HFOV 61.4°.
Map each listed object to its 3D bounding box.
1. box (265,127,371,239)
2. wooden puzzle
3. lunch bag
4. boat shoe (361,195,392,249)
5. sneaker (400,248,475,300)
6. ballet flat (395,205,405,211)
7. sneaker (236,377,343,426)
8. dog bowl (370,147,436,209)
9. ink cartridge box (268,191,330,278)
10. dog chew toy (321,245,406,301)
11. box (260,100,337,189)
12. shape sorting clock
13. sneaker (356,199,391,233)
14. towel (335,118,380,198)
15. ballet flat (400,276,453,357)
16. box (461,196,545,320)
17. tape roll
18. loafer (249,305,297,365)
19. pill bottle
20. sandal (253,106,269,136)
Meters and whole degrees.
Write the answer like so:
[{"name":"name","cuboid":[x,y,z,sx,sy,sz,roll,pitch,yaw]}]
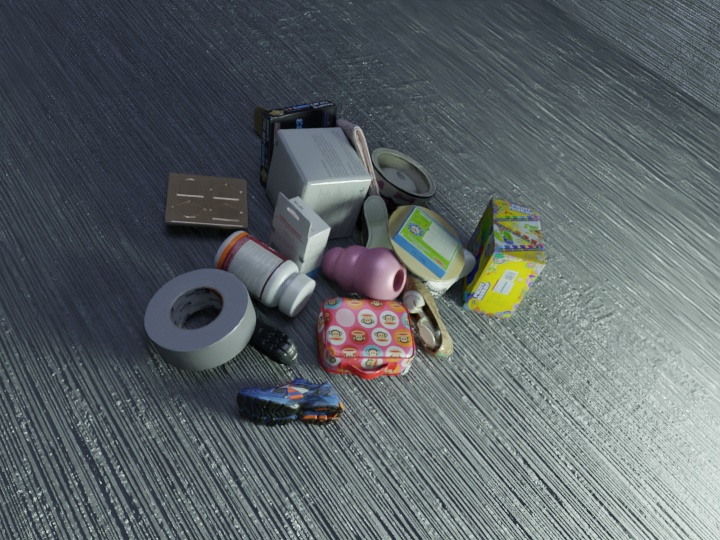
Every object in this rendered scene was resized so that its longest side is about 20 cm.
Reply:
[{"name":"box","cuboid":[-0.107,-0.205,1.457,0.171,0.200,0.199,-9,52,-28]},{"name":"wooden puzzle","cuboid":[-0.362,-0.156,1.438,0.184,0.046,0.200,3,43,-16]},{"name":"lunch bag","cuboid":[0.012,0.146,1.251,0.199,0.082,0.177,5,48,-15]},{"name":"boat shoe","cuboid":[0.040,-0.072,1.438,0.071,0.061,0.202,-3,86,-6]},{"name":"sneaker","cuboid":[0.176,0.016,1.416,0.200,0.072,0.072,-32,29,-9]},{"name":"ballet flat","cuboid":[0.132,-0.060,1.436,0.063,0.069,0.200,-47,114,-27]},{"name":"sneaker","cuboid":[-0.133,0.240,1.132,0.199,0.075,0.079,10,37,-21]},{"name":"dog bowl","cuboid":[0.100,-0.236,1.616,0.200,0.074,0.200,21,36,-17]},{"name":"ink cartridge box","cuboid":[-0.134,-0.075,1.325,0.067,0.200,0.116,-28,62,-36]},{"name":"dog chew toy","cuboid":[0.000,0.000,1.352,0.199,0.125,0.125,15,40,30]},{"name":"box","cuboid":[-0.158,-0.320,1.547,0.198,0.201,0.050,-21,45,-34]},{"name":"shape sorting clock","cuboid":[0.146,-0.061,1.353,0.199,0.039,0.201,20,47,-23]},{"name":"sneaker","cuboid":[0.068,-0.117,1.524,0.199,0.076,0.114,44,48,18]},{"name":"towel","cuboid":[-0.011,-0.279,1.526,0.032,0.192,0.200,-20,23,-9]},{"name":"ballet flat","cuboid":[0.136,0.098,1.318,0.065,0.070,0.200,3,52,-60]},{"name":"box","cuboid":[0.331,-0.027,1.438,0.122,0.200,0.193,15,45,-5]},{"name":"tape roll","cuboid":[-0.306,0.091,1.166,0.199,0.066,0.201,-4,48,4]},{"name":"loafer","cuboid":[-0.200,0.128,1.211,0.200,0.071,0.068,31,63,34]},{"name":"pill bottle","cuboid":[-0.202,0.009,1.288,0.200,0.110,0.110,32,46,11]},{"name":"sandal","cuboid":[-0.207,-0.373,1.686,0.212,0.078,0.070,43,30,14]}]
